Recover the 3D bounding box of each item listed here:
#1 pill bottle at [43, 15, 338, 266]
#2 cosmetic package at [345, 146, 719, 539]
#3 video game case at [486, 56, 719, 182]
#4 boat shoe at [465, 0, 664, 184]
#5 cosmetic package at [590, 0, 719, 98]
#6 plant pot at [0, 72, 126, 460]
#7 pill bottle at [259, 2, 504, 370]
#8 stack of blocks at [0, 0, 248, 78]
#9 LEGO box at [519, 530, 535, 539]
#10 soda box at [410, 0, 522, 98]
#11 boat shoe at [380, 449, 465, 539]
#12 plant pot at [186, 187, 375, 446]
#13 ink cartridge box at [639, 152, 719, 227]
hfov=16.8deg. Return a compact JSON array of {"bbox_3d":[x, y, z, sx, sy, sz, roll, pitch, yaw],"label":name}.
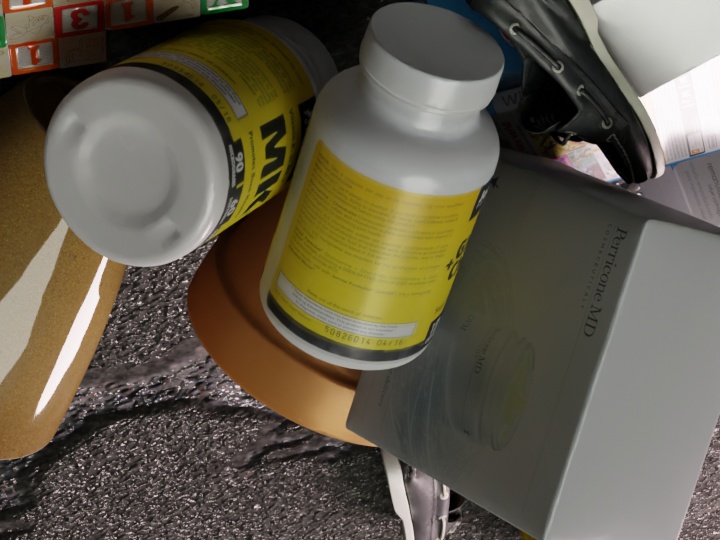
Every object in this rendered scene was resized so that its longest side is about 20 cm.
[{"bbox_3d":[-0.092,-0.084,1.435,0.114,0.115,0.200,-37,-179,29],"label":"pill bottle"},{"bbox_3d":[0.118,0.044,1.494,0.122,0.200,0.201,11,100,-42],"label":"cosmetic package"},{"bbox_3d":[0.182,-0.101,1.574,0.199,0.018,0.143,-16,156,6],"label":"video game case"},{"bbox_3d":[0.119,-0.111,1.446,0.066,0.075,0.200,-38,136,-5],"label":"boat shoe"},{"bbox_3d":[0.228,-0.203,1.465,0.199,0.113,0.081,-28,123,19],"label":"cosmetic package"},{"bbox_3d":[-0.218,-0.017,1.518,0.186,0.187,0.200,14,125,-41],"label":"plant pot"},{"bbox_3d":[0.016,-0.049,1.419,0.111,0.112,0.201,0,128,-26],"label":"pill bottle"},{"bbox_3d":[-0.165,-0.174,1.386,0.199,0.059,0.115,-11,148,-10],"label":"stack of blocks"},{"bbox_3d":[0.212,0.295,2.175,0.077,0.201,0.149,-23,148,9],"label":"LEGO box"},{"bbox_3d":[0.123,-0.137,1.575,0.199,0.068,0.064,0,150,-26],"label":"soda box"},{"bbox_3d":[0.059,0.196,2.073,0.060,0.074,0.201,-13,141,2],"label":"boat shoe"},{"bbox_3d":[0.000,0.000,1.635,0.199,0.200,0.141,6,126,-33],"label":"plant pot"},{"bbox_3d":[0.303,-0.071,1.722,0.199,0.117,0.068,-9,149,-15],"label":"ink cartridge box"}]
